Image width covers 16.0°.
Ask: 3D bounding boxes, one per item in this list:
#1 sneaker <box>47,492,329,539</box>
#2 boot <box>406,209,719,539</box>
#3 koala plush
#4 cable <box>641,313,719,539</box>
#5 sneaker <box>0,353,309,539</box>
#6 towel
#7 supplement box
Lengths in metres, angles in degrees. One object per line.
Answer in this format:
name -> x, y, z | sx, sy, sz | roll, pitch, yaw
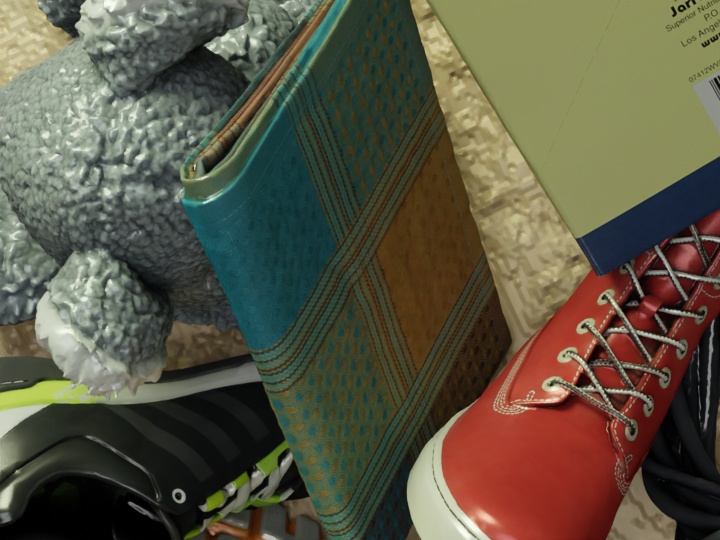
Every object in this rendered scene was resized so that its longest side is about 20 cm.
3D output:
sneaker -> -0.077, 0.132, 1.036 | 0.199, 0.078, 0.078 | 23, 117, 6
boot -> 0.091, 0.031, 0.920 | 0.072, 0.200, 0.144 | 36, 114, 0
koala plush -> -0.070, -0.045, 0.951 | 0.183, 0.200, 0.178 | 15, 96, 7
cable -> 0.176, 0.032, 0.954 | 0.199, 0.051, 0.164 | -16, 65, 44
sneaker -> -0.073, 0.085, 0.984 | 0.199, 0.083, 0.072 | 0, 136, -26
towel -> 0.000, 0.000, 0.936 | 0.022, 0.147, 0.201 | 6, 134, 29
supplement box -> 0.109, -0.148, 0.912 | 0.199, 0.134, 0.200 | -30, 116, 7
